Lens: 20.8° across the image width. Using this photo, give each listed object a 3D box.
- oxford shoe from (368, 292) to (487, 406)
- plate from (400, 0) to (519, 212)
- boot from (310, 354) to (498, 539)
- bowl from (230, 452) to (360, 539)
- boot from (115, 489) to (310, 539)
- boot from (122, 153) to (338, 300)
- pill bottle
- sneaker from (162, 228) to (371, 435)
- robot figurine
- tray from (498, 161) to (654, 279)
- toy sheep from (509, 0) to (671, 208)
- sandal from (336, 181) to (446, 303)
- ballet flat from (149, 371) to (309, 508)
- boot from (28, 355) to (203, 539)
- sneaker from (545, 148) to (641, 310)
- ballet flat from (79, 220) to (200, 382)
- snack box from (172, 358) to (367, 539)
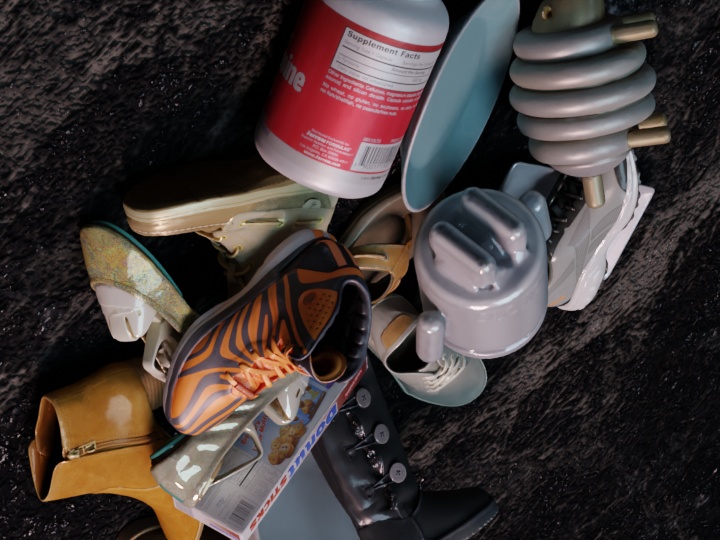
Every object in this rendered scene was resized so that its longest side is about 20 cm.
[{"bbox_3d":[0.064,0.084,1.808,0.075,0.058,0.200,-48,141,0],"label":"oxford shoe"},{"bbox_3d":[0.075,-0.144,1.607,0.201,0.025,0.201,-55,162,-27],"label":"plate"},{"bbox_3d":[0.030,0.163,1.774,0.065,0.201,0.164,-28,180,41],"label":"boot"},{"bbox_3d":[-0.043,0.228,1.767,0.199,0.202,0.074,5,161,-44],"label":"bowl"},{"bbox_3d":[-0.120,0.251,1.781,0.199,0.075,0.074,-14,129,-32],"label":"boot"},{"bbox_3d":[-0.102,-0.010,1.573,0.199,0.073,0.157,-15,122,-38],"label":"boot"},{"bbox_3d":[0.001,-0.167,1.509,0.112,0.112,0.201,3,120,-40],"label":"pill bottle"},{"bbox_3d":[-0.070,0.067,1.523,0.077,0.112,0.200,30,103,-42],"label":"sneaker"},{"bbox_3d":[0.105,0.006,1.688,0.170,0.113,0.200,-44,159,-12],"label":"robot figurine"},{"bbox_3d":[0.183,-0.048,1.823,0.199,0.022,0.108,7,117,-42],"label":"tray"},{"bbox_3d":[0.191,-0.149,1.658,0.137,0.138,0.202,-16,105,-28],"label":"toy sheep"},{"bbox_3d":[0.000,0.000,1.688,0.199,0.054,0.081,-37,138,-10],"label":"sandal"},{"bbox_3d":[-0.091,0.120,1.635,0.200,0.062,0.067,-42,-177,-20],"label":"ballet flat"},{"bbox_3d":[-0.206,0.169,1.639,0.143,0.071,0.203,-23,123,-34],"label":"boot"},{"bbox_3d":[0.192,-0.047,1.762,0.079,0.074,0.201,-3,125,-30],"label":"sneaker"},{"bbox_3d":[-0.165,0.041,1.559,0.071,0.071,0.200,-42,133,-3],"label":"ballet flat"},{"bbox_3d":[-0.075,0.136,1.666,0.200,0.071,0.024,-54,158,-28],"label":"snack box"}]
